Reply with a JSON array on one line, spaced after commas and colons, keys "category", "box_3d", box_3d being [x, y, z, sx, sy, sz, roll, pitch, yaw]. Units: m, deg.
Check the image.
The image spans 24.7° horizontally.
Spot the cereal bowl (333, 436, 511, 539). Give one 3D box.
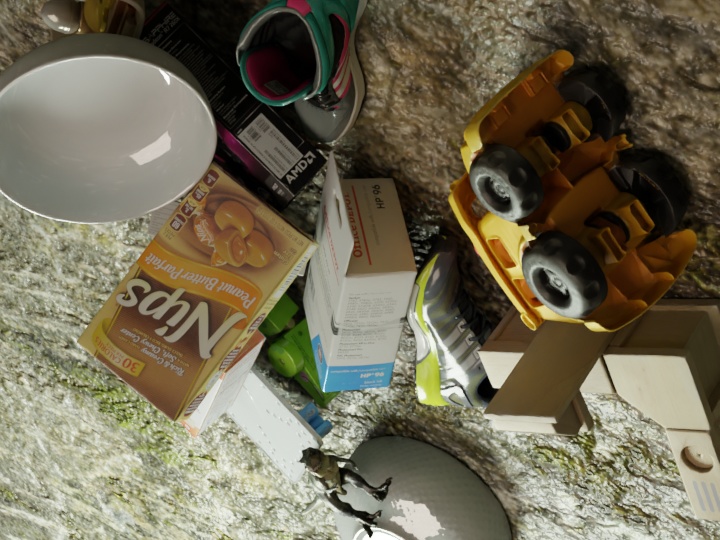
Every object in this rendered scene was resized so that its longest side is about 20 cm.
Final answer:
[{"category": "cereal bowl", "box_3d": [0.051, 0.271, 1.700, 0.199, 0.083, 0.201, 22, 135, 23]}]

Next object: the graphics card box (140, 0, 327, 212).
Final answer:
[{"category": "graphics card box", "box_3d": [-0.125, -0.138, 1.467, 0.200, 0.051, 0.125, 44, 163, -4]}]

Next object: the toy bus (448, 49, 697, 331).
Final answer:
[{"category": "toy bus", "box_3d": [0.139, -0.054, 1.314, 0.201, 0.136, 0.192, 55, 155, -12]}]

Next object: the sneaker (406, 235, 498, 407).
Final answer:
[{"category": "sneaker", "box_3d": [0.092, 0.049, 1.486, 0.080, 0.074, 0.201, 11, 138, 20]}]

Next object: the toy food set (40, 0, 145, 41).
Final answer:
[{"category": "toy food set", "box_3d": [-0.236, -0.229, 1.429, 0.060, 0.144, 0.200, 4, 146, -21]}]

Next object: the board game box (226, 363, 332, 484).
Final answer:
[{"category": "board game box", "box_3d": [-0.114, 0.119, 1.676, 0.200, 0.026, 0.200, 46, 160, 7]}]

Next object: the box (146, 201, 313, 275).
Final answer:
[{"category": "box", "box_3d": [-0.125, -0.033, 1.552, 0.039, 0.042, 0.199, 17, 177, -44]}]

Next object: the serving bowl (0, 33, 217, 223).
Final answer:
[{"category": "serving bowl", "box_3d": [-0.222, -0.128, 1.384, 0.198, 0.066, 0.201, -7, 141, -6]}]

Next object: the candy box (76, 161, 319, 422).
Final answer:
[{"category": "candy box", "box_3d": [-0.142, 0.020, 1.449, 0.115, 0.200, 0.055, 38, -178, 8]}]

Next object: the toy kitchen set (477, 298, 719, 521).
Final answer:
[{"category": "toy kitchen set", "box_3d": [0.206, 0.138, 1.389, 0.199, 0.163, 0.181, 0, 126, 39]}]

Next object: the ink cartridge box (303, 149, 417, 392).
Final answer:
[{"category": "ink cartridge box", "box_3d": [0.000, 0.000, 1.460, 0.067, 0.117, 0.201, -3, 139, -13]}]

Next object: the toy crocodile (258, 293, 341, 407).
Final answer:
[{"category": "toy crocodile", "box_3d": [-0.085, 0.047, 1.620, 0.200, 0.068, 0.062, 52, 145, -9]}]

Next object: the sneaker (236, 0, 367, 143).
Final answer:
[{"category": "sneaker", "box_3d": [-0.047, -0.161, 1.356, 0.083, 0.121, 0.201, 25, 139, 20]}]

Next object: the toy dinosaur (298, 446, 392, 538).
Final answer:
[{"category": "toy dinosaur", "box_3d": [-0.018, 0.219, 1.627, 0.088, 0.048, 0.200, 22, 156, 9]}]

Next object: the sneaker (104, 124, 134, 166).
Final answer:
[{"category": "sneaker", "box_3d": [-0.222, -0.119, 1.537, 0.084, 0.080, 0.200, 58, 164, 8]}]

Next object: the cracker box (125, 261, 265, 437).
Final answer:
[{"category": "cracker box", "box_3d": [-0.171, 0.068, 1.577, 0.134, 0.058, 0.200, 46, 154, 8]}]
